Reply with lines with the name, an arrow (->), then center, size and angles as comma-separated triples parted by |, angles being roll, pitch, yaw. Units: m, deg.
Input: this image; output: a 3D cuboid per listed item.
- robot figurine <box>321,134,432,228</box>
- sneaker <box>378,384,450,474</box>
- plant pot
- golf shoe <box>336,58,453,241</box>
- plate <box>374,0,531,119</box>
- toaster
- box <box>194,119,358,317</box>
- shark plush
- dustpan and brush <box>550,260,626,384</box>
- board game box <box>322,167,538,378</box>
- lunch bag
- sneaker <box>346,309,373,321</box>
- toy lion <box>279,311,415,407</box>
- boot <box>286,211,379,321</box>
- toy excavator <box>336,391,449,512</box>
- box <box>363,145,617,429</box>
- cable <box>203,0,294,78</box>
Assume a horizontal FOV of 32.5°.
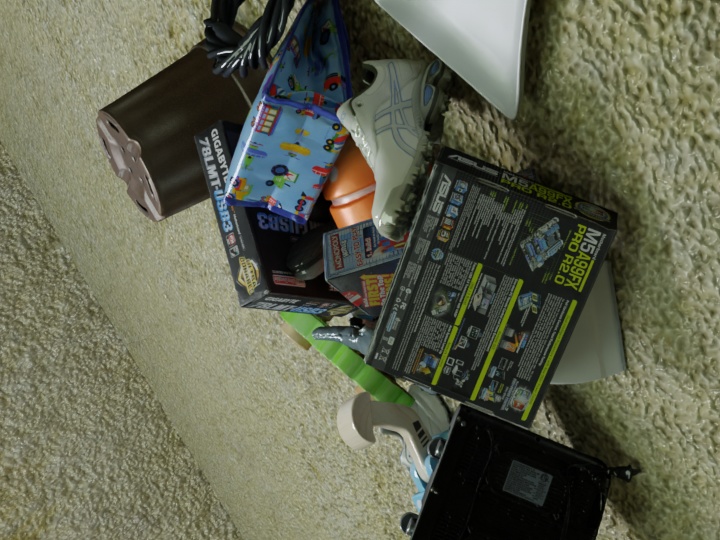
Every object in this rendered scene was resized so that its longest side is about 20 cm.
robot figurine -> 0.031, -0.060, 1.250 | 0.116, 0.144, 0.202 | -20, 103, 30
sneaker -> 0.100, 0.237, 1.533 | 0.200, 0.087, 0.075 | 47, 155, 27
plant pot -> -0.203, -0.171, 1.515 | 0.200, 0.197, 0.201 | 46, 156, 28
golf shoe -> 0.021, -0.111, 1.091 | 0.096, 0.202, 0.079 | 12, 140, 4
plate -> 0.078, -0.252, 1.002 | 0.200, 0.032, 0.201 | 47, 156, 30
toaster -> 0.149, 0.248, 1.241 | 0.198, 0.183, 0.119 | 21, 173, 0
box -> -0.083, -0.053, 1.363 | 0.049, 0.199, 0.201 | -26, 71, 28
shark plush -> 0.025, 0.060, 1.311 | 0.083, 0.092, 0.199 | 26, 175, -40
dustpan and brush -> 0.131, 0.054, 1.120 | 0.057, 0.197, 0.141 | -104, -2, -55
board game box -> 0.069, 0.010, 1.142 | 0.201, 0.197, 0.062 | 82, -177, -46
lunch bag -> -0.068, -0.177, 1.232 | 0.151, 0.093, 0.202 | 120, 159, -46
sneaker -> 0.010, 0.054, 1.494 | 0.072, 0.073, 0.199 | 37, 171, -32
toy lion -> -0.017, 0.103, 1.485 | 0.199, 0.069, 0.192 | 39, 179, 9
boot -> 0.000, 0.000, 1.348 | 0.069, 0.200, 0.133 | -18, 104, 31
toy excavator -> 0.084, 0.211, 1.399 | 0.100, 0.193, 0.202 | -37, 78, 52
box -> 0.107, 0.017, 1.047 | 0.158, 0.044, 0.202 | 20, 115, 3
cable -> -0.101, -0.266, 1.237 | 0.050, 0.165, 0.199 | 20, 165, -29
